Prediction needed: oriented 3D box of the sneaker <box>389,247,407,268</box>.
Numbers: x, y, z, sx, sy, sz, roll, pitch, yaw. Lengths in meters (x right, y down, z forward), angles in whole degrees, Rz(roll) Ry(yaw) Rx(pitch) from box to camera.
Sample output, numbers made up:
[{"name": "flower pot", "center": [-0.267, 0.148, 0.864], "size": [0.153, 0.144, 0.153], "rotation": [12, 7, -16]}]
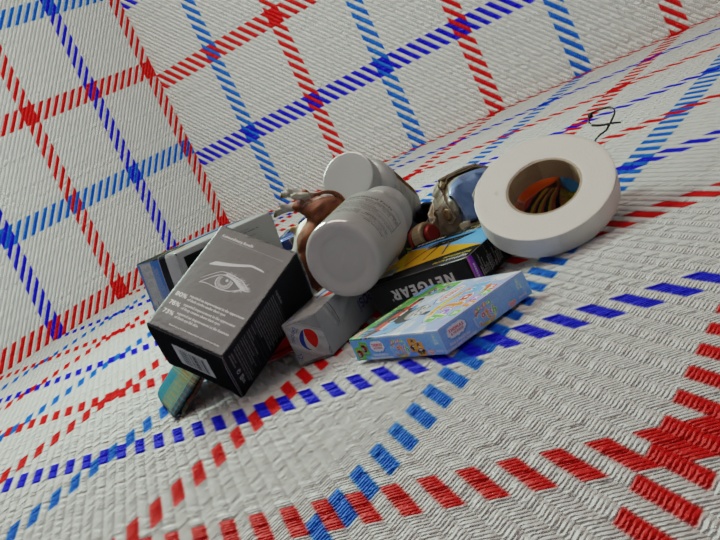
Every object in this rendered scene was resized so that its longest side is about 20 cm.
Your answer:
[{"name": "sneaker", "center": [0.000, 0.000, 1.804], "size": [0.199, 0.074, 0.080], "rotation": [-24, 19, 41]}]

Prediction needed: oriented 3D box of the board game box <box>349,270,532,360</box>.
[{"name": "board game box", "center": [0.096, 0.058, 1.363], "size": [0.150, 0.037, 0.199], "rotation": [-32, 11, -31]}]

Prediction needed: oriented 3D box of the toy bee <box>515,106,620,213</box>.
[{"name": "toy bee", "center": [0.314, -0.125, 1.592], "size": [0.198, 0.109, 0.131], "rotation": [-30, 35, 7]}]

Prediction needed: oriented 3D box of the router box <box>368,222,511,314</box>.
[{"name": "router box", "center": [0.126, -0.009, 1.591], "size": [0.199, 0.051, 0.149], "rotation": [-19, 15, 44]}]

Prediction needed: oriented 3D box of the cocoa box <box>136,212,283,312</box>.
[{"name": "cocoa box", "center": [-0.230, 0.007, 1.758], "size": [0.199, 0.135, 0.130], "rotation": [-28, 10, -40]}]

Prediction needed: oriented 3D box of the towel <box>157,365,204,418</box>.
[{"name": "towel", "center": [-0.263, 0.153, 1.714], "size": [0.148, 0.022, 0.200], "rotation": [-59, 17, -7]}]

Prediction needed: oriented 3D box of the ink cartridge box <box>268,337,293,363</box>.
[{"name": "ink cartridge box", "center": [-0.144, 0.091, 1.754], "size": [0.115, 0.068, 0.200], "rotation": [-25, 10, 14]}]

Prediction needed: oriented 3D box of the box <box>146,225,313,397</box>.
[{"name": "box", "center": [-0.185, 0.055, 1.586], "size": [0.147, 0.105, 0.201], "rotation": [20, 60, 28]}]

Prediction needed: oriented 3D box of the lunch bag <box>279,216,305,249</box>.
[{"name": "lunch bag", "center": [-0.063, -0.056, 2.128], "size": [0.198, 0.134, 0.136], "rotation": [-27, 9, -2]}]

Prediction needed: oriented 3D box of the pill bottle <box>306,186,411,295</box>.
[{"name": "pill bottle", "center": [0.006, -0.051, 1.607], "size": [0.113, 0.115, 0.200], "rotation": [-22, 13, 27]}]

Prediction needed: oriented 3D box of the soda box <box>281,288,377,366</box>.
[{"name": "soda box", "center": [-0.037, 0.062, 1.613], "size": [0.063, 0.069, 0.200], "rotation": [-21, 10, 30]}]

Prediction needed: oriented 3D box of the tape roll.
[{"name": "tape roll", "center": [0.253, -0.104, 1.496], "size": [0.200, 0.037, 0.205], "rotation": [-16, 44, 16]}]

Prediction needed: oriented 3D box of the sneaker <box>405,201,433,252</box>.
[{"name": "sneaker", "center": [0.138, -0.084, 1.844], "size": [0.073, 0.082, 0.199], "rotation": [-1, 24, 44]}]

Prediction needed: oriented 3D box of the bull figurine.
[{"name": "bull figurine", "center": [-0.088, -0.031, 1.704], "size": [0.120, 0.203, 0.065], "rotation": [16, -2, -2]}]

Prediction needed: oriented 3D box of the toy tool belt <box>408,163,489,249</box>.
[{"name": "toy tool belt", "center": [0.172, -0.102, 1.762], "size": [0.199, 0.126, 0.122], "rotation": [-35, 4, -40]}]

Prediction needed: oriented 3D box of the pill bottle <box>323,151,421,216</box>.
[{"name": "pill bottle", "center": [0.018, -0.122, 1.813], "size": [0.113, 0.116, 0.200], "rotation": [-23, -22, 16]}]

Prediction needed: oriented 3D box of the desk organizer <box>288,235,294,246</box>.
[{"name": "desk organizer", "center": [-0.026, -0.078, 2.016], "size": [0.199, 0.072, 0.077], "rotation": [-35, -12, 0]}]
